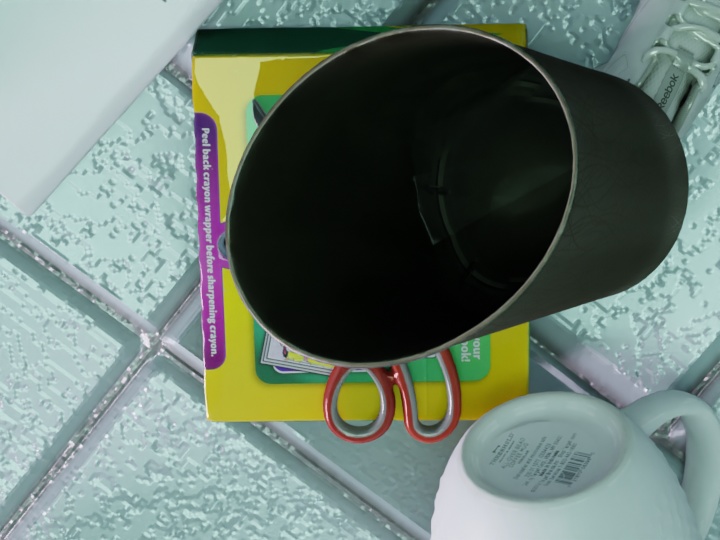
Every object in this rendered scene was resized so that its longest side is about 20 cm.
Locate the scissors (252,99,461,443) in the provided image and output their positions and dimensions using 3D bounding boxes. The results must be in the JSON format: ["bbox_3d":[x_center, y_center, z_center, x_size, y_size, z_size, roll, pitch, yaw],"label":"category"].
[{"bbox_3d":[0.000,0.000,1.299,0.073,0.014,0.201,-11,108,7],"label":"scissors"}]

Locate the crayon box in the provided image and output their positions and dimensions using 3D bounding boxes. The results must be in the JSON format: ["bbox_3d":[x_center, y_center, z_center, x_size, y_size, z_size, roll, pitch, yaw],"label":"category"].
[{"bbox_3d":[0.002,-0.024,1.328,0.171,0.058,0.201,-1,109,0],"label":"crayon box"}]

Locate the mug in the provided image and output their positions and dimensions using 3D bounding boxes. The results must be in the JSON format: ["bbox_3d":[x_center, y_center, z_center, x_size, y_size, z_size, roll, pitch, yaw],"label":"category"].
[{"bbox_3d":[0.123,0.143,1.329,0.200,0.147,0.176,-38,133,-31],"label":"mug"}]

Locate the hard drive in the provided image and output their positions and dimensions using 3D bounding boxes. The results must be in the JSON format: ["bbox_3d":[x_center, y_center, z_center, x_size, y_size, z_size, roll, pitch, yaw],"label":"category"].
[{"bbox_3d":[-0.155,-0.143,1.308,0.132,0.027,0.200,41,104,-11],"label":"hard drive"}]

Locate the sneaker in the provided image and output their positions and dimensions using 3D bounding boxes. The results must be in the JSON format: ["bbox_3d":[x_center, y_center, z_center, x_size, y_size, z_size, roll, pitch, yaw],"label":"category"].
[{"bbox_3d":[0.162,-0.110,1.281,0.074,0.087,0.201,27,106,-7],"label":"sneaker"}]

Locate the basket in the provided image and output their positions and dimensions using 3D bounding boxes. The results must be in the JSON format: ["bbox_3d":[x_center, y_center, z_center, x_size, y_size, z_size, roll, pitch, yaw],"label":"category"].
[{"bbox_3d":[0.061,-0.036,1.174,0.180,0.200,0.137,-29,79,27],"label":"basket"}]
